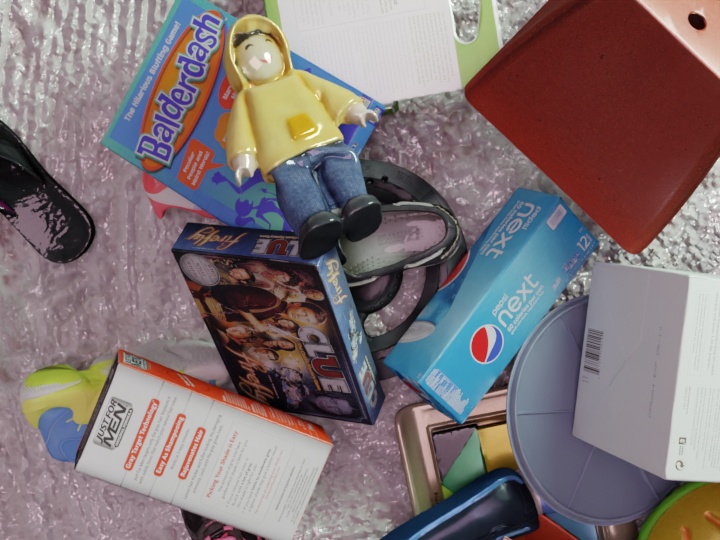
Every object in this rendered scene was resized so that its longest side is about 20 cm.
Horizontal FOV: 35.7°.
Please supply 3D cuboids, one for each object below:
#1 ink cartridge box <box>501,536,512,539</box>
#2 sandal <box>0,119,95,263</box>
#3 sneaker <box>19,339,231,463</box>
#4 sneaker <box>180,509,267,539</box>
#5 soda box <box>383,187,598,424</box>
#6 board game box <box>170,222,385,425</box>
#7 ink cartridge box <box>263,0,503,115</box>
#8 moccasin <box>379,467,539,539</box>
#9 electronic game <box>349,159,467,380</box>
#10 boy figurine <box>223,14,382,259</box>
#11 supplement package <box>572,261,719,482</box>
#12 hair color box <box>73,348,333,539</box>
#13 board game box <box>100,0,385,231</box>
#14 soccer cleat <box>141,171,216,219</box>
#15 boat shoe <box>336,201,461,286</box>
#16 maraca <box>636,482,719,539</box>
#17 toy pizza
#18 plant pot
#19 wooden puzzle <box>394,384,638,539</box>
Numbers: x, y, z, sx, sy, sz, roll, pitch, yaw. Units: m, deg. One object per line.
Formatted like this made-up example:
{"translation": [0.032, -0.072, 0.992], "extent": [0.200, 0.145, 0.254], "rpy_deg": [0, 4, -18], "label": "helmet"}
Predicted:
{"translation": [0.191, 0.323, 0.951], "extent": [0.068, 0.116, 0.200], "rpy_deg": [-50, 122, -14], "label": "ink cartridge box"}
{"translation": [-0.331, -0.086, 1.034], "extent": [0.200, 0.048, 0.076], "rpy_deg": [38, 95, 2], "label": "sandal"}
{"translation": [-0.208, 0.129, 1.033], "extent": [0.197, 0.076, 0.106], "rpy_deg": [-8, 110, 4], "label": "sneaker"}
{"translation": [-0.108, 0.272, 1.010], "extent": [0.078, 0.095, 0.202], "rpy_deg": [-29, 88, 7], "label": "sneaker"}
{"translation": [0.112, 0.027, 0.964], "extent": [0.064, 0.068, 0.201], "rpy_deg": [43, 81, -27], "label": "soda box"}
{"translation": [-0.065, 0.048, 0.944], "extent": [0.134, 0.035, 0.201], "rpy_deg": [5, 137, 24], "label": "board game box"}
{"translation": [0.020, -0.214, 0.988], "extent": [0.197, 0.076, 0.150], "rpy_deg": [-9, 91, 4], "label": "ink cartridge box"}
{"translation": [0.066, 0.251, 0.977], "extent": [0.199, 0.080, 0.069], "rpy_deg": [-33, 92, 12], "label": "moccasin"}
{"translation": [0.000, 0.000, 1.014], "extent": [0.197, 0.042, 0.203], "rpy_deg": [-1, 86, 9], "label": "electronic game"}
{"translation": [-0.048, -0.112, 0.862], "extent": [0.123, 0.065, 0.202], "rpy_deg": [-20, 69, -12], "label": "boy figurine"}
{"translation": [0.302, 0.082, 0.910], "extent": [0.197, 0.150, 0.154], "rpy_deg": [6, 93, -17], "label": "supplement package"}
{"translation": [-0.135, 0.153, 0.966], "extent": [0.198, 0.061, 0.103], "rpy_deg": [24, 93, -15], "label": "hair color box"}
{"translation": [-0.101, -0.122, 0.943], "extent": [0.199, 0.045, 0.153], "rpy_deg": [31, 97, 14], "label": "board game box"}
{"translation": [-0.102, -0.079, 1.008], "extent": [0.197, 0.067, 0.077], "rpy_deg": [4, 122, 10], "label": "soccer cleat"}
{"translation": [-0.011, -0.018, 0.965], "extent": [0.197, 0.060, 0.075], "rpy_deg": [-7, 85, 8], "label": "boat shoe"}
{"translation": [0.297, 0.252, 0.971], "extent": [0.199, 0.107, 0.137], "rpy_deg": [-39, 99, 13], "label": "maraca"}
{"translation": [0.213, 0.121, 0.984], "extent": [0.197, 0.032, 0.203], "rpy_deg": [1, 87, -20], "label": "toy pizza"}
{"translation": [0.238, -0.173, 0.882], "extent": [0.200, 0.176, 0.200], "rpy_deg": [43, 62, 1], "label": "plant pot"}
{"translation": [0.143, 0.198, 1.014], "extent": [0.197, 0.037, 0.188], "rpy_deg": [-12, 91, 5], "label": "wooden puzzle"}
